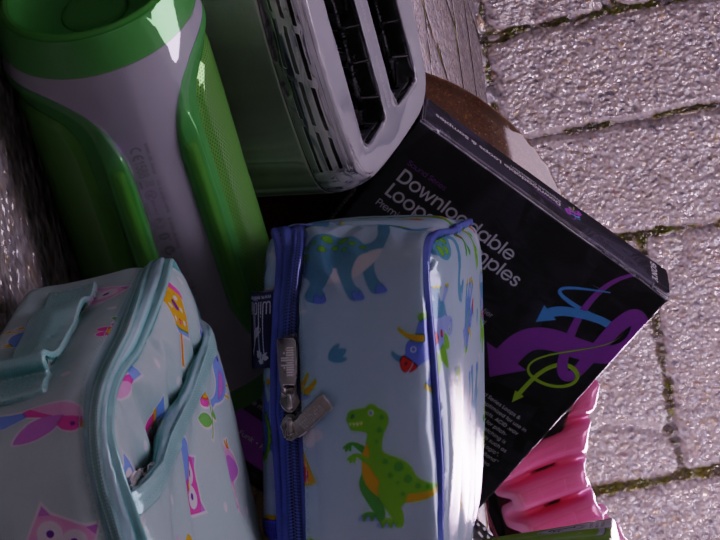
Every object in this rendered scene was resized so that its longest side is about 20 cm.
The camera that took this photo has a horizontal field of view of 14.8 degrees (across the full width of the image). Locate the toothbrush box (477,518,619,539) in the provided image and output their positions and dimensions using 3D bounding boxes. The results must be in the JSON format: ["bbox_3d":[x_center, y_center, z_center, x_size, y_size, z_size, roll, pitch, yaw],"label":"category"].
[{"bbox_3d":[0.020,0.175,1.216,0.146,0.200,0.086,-32,111,-82],"label":"toothbrush box"}]

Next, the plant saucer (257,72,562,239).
[{"bbox_3d":[0.000,0.000,1.303,0.037,0.200,0.201,-71,151,-61],"label":"plant saucer"}]

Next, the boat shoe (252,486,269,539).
[{"bbox_3d":[-0.025,0.197,1.356,0.065,0.072,0.200,30,45,-74],"label":"boat shoe"}]

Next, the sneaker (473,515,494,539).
[{"bbox_3d":[0.018,0.152,1.483,0.075,0.081,0.200,52,-15,-5],"label":"sneaker"}]

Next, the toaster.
[{"bbox_3d":[-0.055,-0.107,1.193,0.114,0.129,0.200,-52,136,-48],"label":"toaster"}]

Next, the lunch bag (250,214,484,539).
[{"bbox_3d":[0.008,0.058,1.140,0.200,0.082,0.161,-25,113,-82],"label":"lunch bag"}]

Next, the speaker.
[{"bbox_3d":[-0.085,-0.035,1.134,0.089,0.088,0.200,-91,168,-51],"label":"speaker"}]

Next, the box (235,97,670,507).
[{"bbox_3d":[0.026,0.037,1.273,0.143,0.200,0.036,35,24,-13],"label":"box"}]

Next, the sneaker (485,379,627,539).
[{"bbox_3d":[0.087,0.099,1.482,0.095,0.079,0.200,-163,-119,-72],"label":"sneaker"}]

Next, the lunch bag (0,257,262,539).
[{"bbox_3d":[-0.087,0.087,0.984,0.200,0.077,0.161,-82,162,-71],"label":"lunch bag"}]
